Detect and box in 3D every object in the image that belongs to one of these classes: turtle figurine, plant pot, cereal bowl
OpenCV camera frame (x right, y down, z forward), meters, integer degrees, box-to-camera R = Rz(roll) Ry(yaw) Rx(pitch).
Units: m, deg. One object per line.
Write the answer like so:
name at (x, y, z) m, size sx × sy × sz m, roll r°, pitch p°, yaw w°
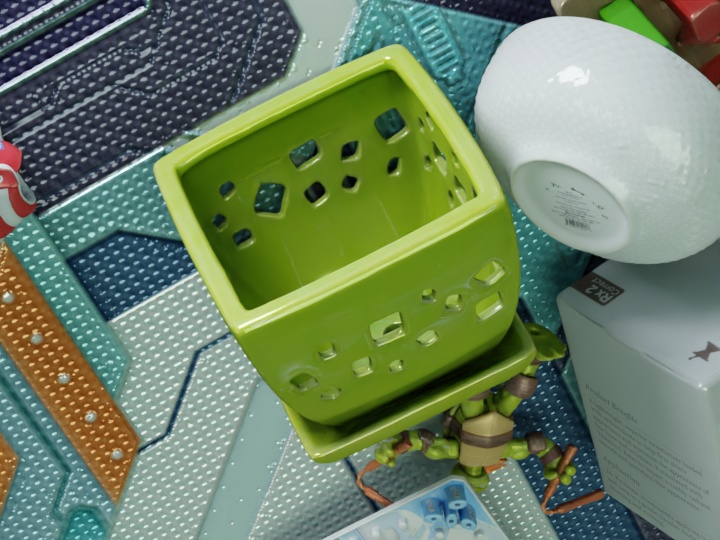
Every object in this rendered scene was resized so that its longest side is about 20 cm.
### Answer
turtle figurine at (0.103, 0.115, 1.743) m, size 0.200 × 0.064 × 0.161 m, roll 6°, pitch 125°, yaw -13°
plant pot at (0.000, 0.000, 1.560) m, size 0.199 × 0.200 × 0.182 m, roll -26°, pitch 132°, yaw -3°
cereal bowl at (0.161, -0.073, 1.559) m, size 0.083 × 0.200 × 0.200 m, roll -56°, pitch 132°, yaw -29°

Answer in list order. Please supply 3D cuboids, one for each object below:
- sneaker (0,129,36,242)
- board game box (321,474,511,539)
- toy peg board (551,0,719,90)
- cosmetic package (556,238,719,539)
sneaker at (-0.294, -0.074, 1.479) m, size 0.112 × 0.071 × 0.200 m, roll -38°, pitch 133°, yaw 11°
board game box at (0.039, 0.270, 1.786) m, size 0.200 × 0.026 × 0.200 m, roll -28°, pitch 123°, yaw 12°
toy peg board at (0.272, -0.152, 1.606) m, size 0.199 × 0.098 × 0.200 m, roll -33°, pitch 126°, yaw 3°
cosmetic package at (0.271, 0.084, 1.701) m, size 0.165 × 0.165 × 0.200 m, roll -33°, pitch 129°, yaw -21°
